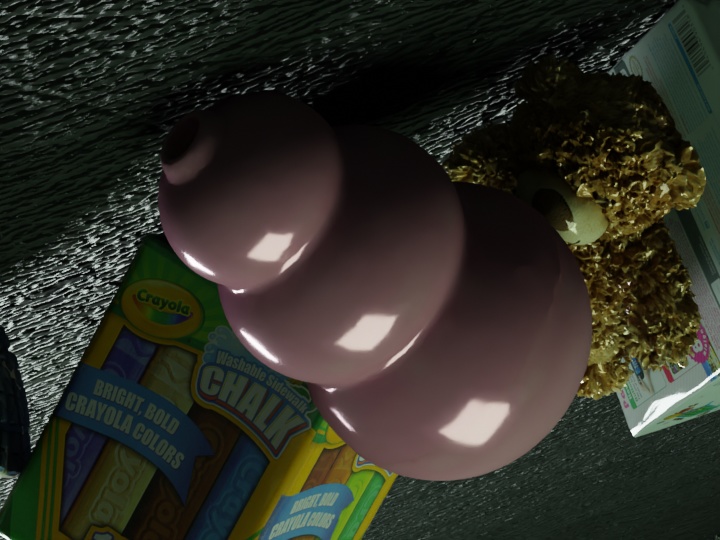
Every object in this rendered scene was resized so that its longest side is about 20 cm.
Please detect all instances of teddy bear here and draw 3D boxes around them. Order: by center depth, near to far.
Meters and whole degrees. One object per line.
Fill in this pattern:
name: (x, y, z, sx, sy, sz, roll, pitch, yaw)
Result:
teddy bear: (0.090, -0.011, 1.200, 0.067, 0.145, 0.200, -24, 175, -18)

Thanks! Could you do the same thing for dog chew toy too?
dog chew toy: (0.000, 0.000, 1.088, 0.125, 0.125, 0.200, -29, 130, 36)

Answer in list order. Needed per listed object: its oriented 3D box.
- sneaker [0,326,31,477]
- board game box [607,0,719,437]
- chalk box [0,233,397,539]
sneaker: (-0.218, 0.055, 1.200, 0.085, 0.077, 0.200, -14, 163, 23)
board game box: (0.158, -0.026, 1.219, 0.064, 0.148, 0.200, -16, 167, -25)
chalk box: (-0.051, 0.064, 1.244, 0.200, 0.124, 0.125, -61, 158, 8)
